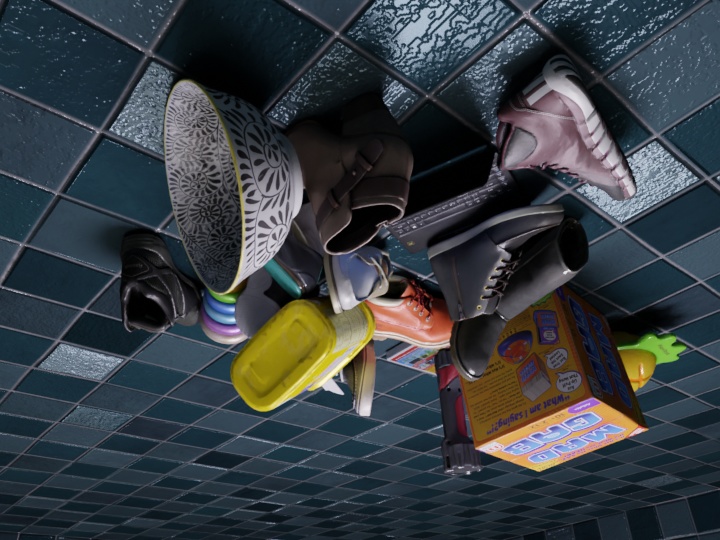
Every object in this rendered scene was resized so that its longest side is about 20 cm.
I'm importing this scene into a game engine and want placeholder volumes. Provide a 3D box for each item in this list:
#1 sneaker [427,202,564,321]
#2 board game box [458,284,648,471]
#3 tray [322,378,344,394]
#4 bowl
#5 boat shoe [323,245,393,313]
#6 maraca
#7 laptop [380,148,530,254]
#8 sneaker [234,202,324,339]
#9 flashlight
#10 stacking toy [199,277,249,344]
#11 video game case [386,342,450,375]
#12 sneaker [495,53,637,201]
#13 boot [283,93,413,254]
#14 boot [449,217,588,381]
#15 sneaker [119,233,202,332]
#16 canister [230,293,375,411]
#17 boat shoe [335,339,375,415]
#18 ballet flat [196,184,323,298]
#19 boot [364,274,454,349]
[{"bbox_3d":[0.179,-0.008,0.821,0.074,0.109,0.198,-7,167,-44],"label":"sneaker"},{"bbox_3d":[0.290,0.170,1.031,0.198,0.203,0.198,-32,138,30],"label":"board game box"},{"bbox_3d":[-0.090,0.134,1.047,0.022,0.107,0.201,-39,146,-8],"label":"tray"},{"bbox_3d":[-0.117,-0.086,0.646,0.093,0.204,0.201,-14,156,-32],"label":"bowl"},{"bbox_3d":[0.000,0.000,0.804,0.067,0.076,0.200,-11,-170,8],"label":"boat shoe"},{"bbox_3d":[0.455,0.155,1.131,0.198,0.109,0.136,-29,140,34],"label":"maraca"},{"bbox_3d":[0.095,-0.055,0.762,0.174,0.105,0.200,-20,145,24],"label":"laptop"},{"bbox_3d":[-0.085,-0.005,0.853,0.202,0.075,0.114,-56,168,19],"label":"sneaker"},{"bbox_3d":[0.167,0.237,1.107,0.067,0.204,0.068,-26,144,30],"label":"flashlight"},{"bbox_3d":[-0.170,0.012,0.871,0.083,0.087,0.202,4,142,-13],"label":"stacking toy"},{"bbox_3d":[0.164,0.151,1.178,0.197,0.018,0.142,21,140,-34],"label":"video game case"},{"bbox_3d":[0.205,-0.124,0.688,0.114,0.077,0.200,-30,130,24],"label":"sneaker"},{"bbox_3d":[-0.031,-0.083,0.662,0.069,0.149,0.198,22,140,-39],"label":"boot"},{"bbox_3d":[0.212,0.041,0.875,0.072,0.184,0.199,33,142,-21],"label":"boot"},{"bbox_3d":[-0.269,0.050,0.882,0.074,0.117,0.201,-4,150,4],"label":"sneaker"},{"bbox_3d":[-0.066,0.096,0.832,0.148,0.087,0.200,-44,171,10],"label":"canister"},{"bbox_3d":[-0.025,0.141,0.987,0.090,0.201,0.076,5,116,-3],"label":"boat shoe"},{"bbox_3d":[-0.121,-0.054,0.756,0.199,0.073,0.073,41,139,-1],"label":"ballet flat"},{"bbox_3d":[0.084,0.058,0.974,0.195,0.076,0.108,5,142,-11],"label":"boot"}]
